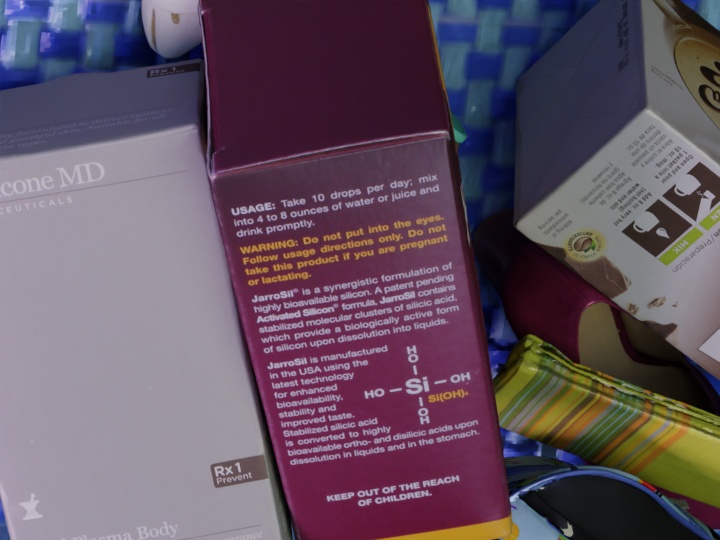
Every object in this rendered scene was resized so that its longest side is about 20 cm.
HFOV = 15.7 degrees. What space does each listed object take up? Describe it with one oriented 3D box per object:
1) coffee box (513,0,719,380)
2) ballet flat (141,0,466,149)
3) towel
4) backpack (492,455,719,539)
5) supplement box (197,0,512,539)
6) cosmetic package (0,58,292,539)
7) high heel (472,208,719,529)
[{"bbox_3d":[0.162,-0.016,1.072,0.200,0.113,0.080,36,121,-19],"label":"coffee box"},{"bbox_3d":[-0.041,-0.093,1.006,0.070,0.067,0.200,-39,118,8],"label":"ballet flat"},{"bbox_3d":[0.148,0.078,1.080,0.200,0.086,0.018,21,71,-4],"label":"towel"},{"bbox_3d":[0.077,0.165,1.104,0.200,0.135,0.183,39,86,-31],"label":"backpack"},{"bbox_3d":[0.000,0.000,0.977,0.086,0.110,0.200,-9,130,2],"label":"supplement box"},{"bbox_3d":[-0.091,0.029,0.989,0.107,0.090,0.200,-11,115,2],"label":"cosmetic package"},{"bbox_3d":[0.120,0.060,1.113,0.067,0.096,0.200,-45,119,1],"label":"high heel"}]
